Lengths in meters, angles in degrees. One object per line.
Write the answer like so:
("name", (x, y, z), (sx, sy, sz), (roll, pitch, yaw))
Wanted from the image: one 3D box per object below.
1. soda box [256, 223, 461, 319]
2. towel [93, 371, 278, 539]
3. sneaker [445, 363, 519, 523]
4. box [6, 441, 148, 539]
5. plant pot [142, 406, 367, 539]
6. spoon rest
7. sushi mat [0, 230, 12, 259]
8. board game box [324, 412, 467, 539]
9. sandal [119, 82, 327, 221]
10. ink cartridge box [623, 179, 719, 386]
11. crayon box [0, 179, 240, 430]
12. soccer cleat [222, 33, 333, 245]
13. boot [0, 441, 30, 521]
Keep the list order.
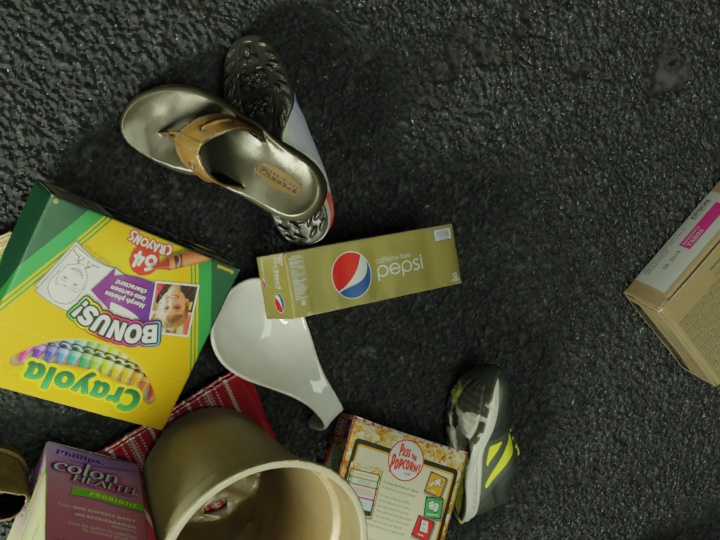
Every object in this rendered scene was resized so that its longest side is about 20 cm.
("soda box", (0.000, 0.000, 1.018), (0.198, 0.067, 0.065), (-10, 92, -30))
("towel", (-0.178, 0.201, 1.046), (0.199, 0.022, 0.146), (-30, 118, -14))
("sneaker", (0.146, 0.195, 1.185), (0.084, 0.074, 0.202), (-6, 118, -31))
("box", (-0.266, 0.289, 0.913), (0.096, 0.200, 0.178), (19, 105, -24))
("plant pot", (-0.121, 0.228, 0.963), (0.198, 0.183, 0.203), (-10, 112, -25))
("spoon rest", (-0.076, 0.091, 1.034), (0.099, 0.060, 0.201), (-47, 123, -16))
("sushi mat", (-0.380, 0.045, 0.897), (0.198, 0.012, 0.097), (-25, 116, -17))
("board game box", (0.021, 0.274, 1.111), (0.150, 0.046, 0.202), (21, 79, -22))
("sandal", (-0.123, -0.102, 0.912), (0.199, 0.055, 0.082), (31, 104, -3))
("ink cartridge box", (0.446, 0.013, 1.262), (0.200, 0.075, 0.165), (-47, 119, -4))
("crayon box", (-0.235, 0.037, 0.930), (0.199, 0.058, 0.174), (23, 95, -37))
("soccer cleat", (-0.076, -0.125, 0.971), (0.067, 0.073, 0.202), (-18, 100, 13))
("boot", (-0.389, 0.177, 0.902), (0.198, 0.075, 0.074), (17, 101, -29))
